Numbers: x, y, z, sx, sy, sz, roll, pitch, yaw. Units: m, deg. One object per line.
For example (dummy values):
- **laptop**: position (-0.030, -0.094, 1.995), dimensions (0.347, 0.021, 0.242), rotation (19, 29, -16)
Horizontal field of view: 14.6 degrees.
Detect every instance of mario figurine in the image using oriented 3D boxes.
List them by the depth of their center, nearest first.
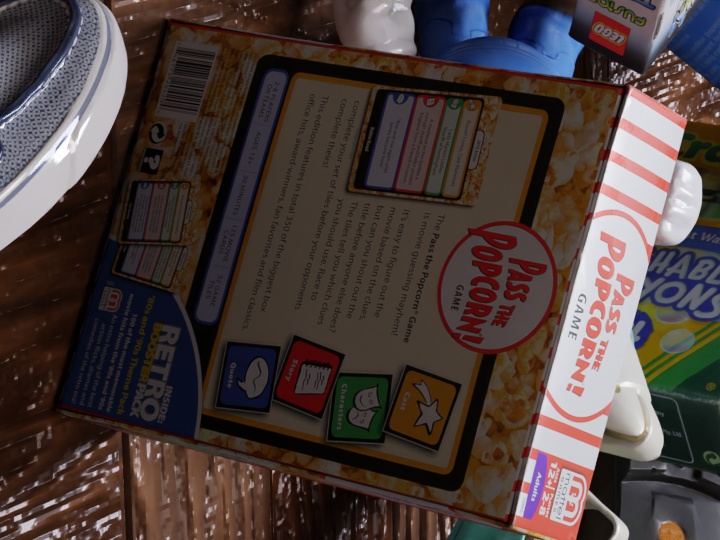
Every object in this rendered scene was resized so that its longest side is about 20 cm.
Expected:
- **mario figurine**: position (0.059, -0.065, 1.058), dimensions (0.200, 0.123, 0.106), rotation (-84, 155, -50)

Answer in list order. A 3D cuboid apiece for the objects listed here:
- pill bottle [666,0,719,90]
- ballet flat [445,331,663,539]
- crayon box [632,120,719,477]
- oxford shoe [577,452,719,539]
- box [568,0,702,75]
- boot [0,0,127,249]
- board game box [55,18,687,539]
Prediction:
- **pill bottle**: position (0.181, -0.124, 1.189), dimensions (0.112, 0.200, 0.112), rotation (-52, 180, 0)
- **ballet flat**: position (0.082, 0.081, 1.124), dimensions (0.200, 0.070, 0.067), rotation (-69, 156, -10)
- **crayon box**: position (0.156, -0.003, 1.253), dimensions (0.200, 0.126, 0.052), rotation (-50, 136, -34)
- **oxford shoe**: position (0.124, 0.146, 1.278), dimensions (0.073, 0.084, 0.200), rotation (23, 63, -12)
- **box**: position (0.150, -0.175, 1.072), dimensions (0.200, 0.035, 0.110), rotation (-50, 163, -36)
- **boot**: position (-0.149, -0.042, 0.865), dimensions (0.200, 0.073, 0.090), rotation (-52, 143, -31)
- **board game box**: position (0.000, 0.000, 0.975), dimensions (0.046, 0.200, 0.152), rotation (23, 81, -54)
